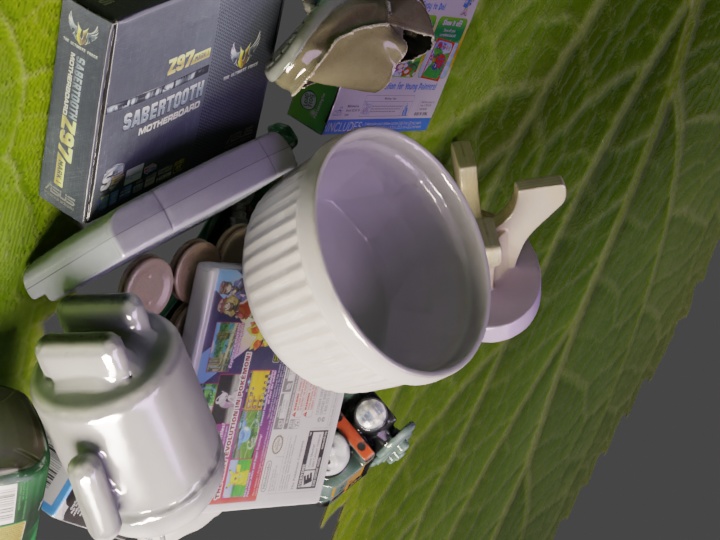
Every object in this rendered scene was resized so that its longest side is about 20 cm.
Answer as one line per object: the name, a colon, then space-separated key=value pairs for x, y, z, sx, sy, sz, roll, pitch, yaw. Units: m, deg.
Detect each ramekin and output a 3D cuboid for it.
ramekin: x=0.000 y=0.000 z=1.303 sx=0.104 sy=0.202 sz=0.200 roll=-22 pitch=-175 yaw=40

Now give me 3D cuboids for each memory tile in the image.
memory tile: x=-0.134 y=0.068 z=1.316 sx=0.153 sy=0.017 sz=0.202 roll=-22 pitch=125 yaw=-46

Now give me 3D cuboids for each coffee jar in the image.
coffee jar: x=-0.278 y=0.188 z=1.212 sx=0.084 sy=0.105 sz=0.202 roll=-3 pitch=127 yaw=-26

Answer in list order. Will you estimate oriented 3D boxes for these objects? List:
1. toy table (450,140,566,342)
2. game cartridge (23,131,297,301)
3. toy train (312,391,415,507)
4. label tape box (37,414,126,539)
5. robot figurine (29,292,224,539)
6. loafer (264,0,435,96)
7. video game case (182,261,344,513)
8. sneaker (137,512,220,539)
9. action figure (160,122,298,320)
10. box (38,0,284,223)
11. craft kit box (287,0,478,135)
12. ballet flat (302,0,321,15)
toy table: x=0.116 y=-0.035 z=1.703 sx=0.182 sy=0.201 sz=0.118 roll=-15 pitch=130 yaw=-13
game cartridge: x=-0.139 y=-0.043 z=1.225 sx=0.133 sy=0.041 sz=0.199 roll=-22 pitch=-173 yaw=41
toy train: x=-0.014 y=0.165 z=1.581 sx=0.114 sy=0.085 sz=0.200 roll=-40 pitch=173 yaw=-10
label tape box: x=-0.192 y=0.142 z=1.386 sx=0.144 sy=0.066 sz=0.200 roll=-59 pitch=155 yaw=-6
robot figurine: x=-0.163 y=0.109 z=1.197 sx=0.170 sy=0.112 sz=0.202 roll=-64 pitch=147 yaw=-46
loafer: x=0.002 y=-0.172 z=1.273 sx=0.075 sy=0.070 sz=0.200 roll=-42 pitch=176 yaw=39
video game case: x=-0.080 y=0.095 z=1.349 sx=0.181 sy=0.023 sz=0.202 roll=3 pitch=104 yaw=-48
sneaker: x=-0.140 y=0.191 z=1.568 sx=0.199 sy=0.074 sz=0.088 roll=-28 pitch=151 yaw=-39
action figure: x=-0.103 y=-0.031 z=1.378 sx=0.202 sy=0.054 sz=0.118 roll=-64 pitch=169 yaw=17
box: x=-0.136 y=-0.139 z=1.189 sx=0.199 sy=0.051 sz=0.159 roll=-33 pitch=144 yaw=-49
craft kit box: x=0.035 y=-0.217 z=1.461 sx=0.199 sy=0.048 sz=0.199 roll=-10 pitch=129 yaw=-61
ballet flat: x=-0.021 y=-0.242 z=1.274 sx=0.075 sy=0.064 sz=0.200 roll=-28 pitch=176 yaw=-5
